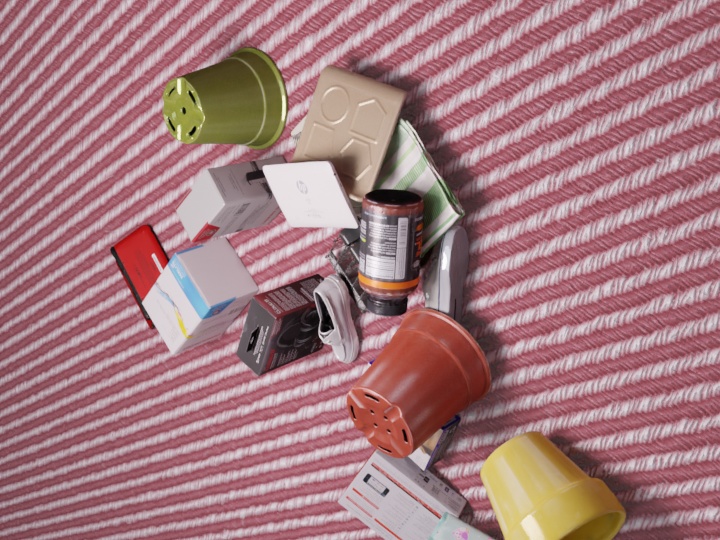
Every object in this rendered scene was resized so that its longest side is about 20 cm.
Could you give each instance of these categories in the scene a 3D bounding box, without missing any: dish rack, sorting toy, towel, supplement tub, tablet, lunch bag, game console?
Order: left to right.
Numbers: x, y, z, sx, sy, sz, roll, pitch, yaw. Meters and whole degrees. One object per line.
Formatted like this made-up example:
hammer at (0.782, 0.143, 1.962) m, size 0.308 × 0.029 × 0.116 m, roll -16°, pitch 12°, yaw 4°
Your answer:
game console at (-0.510, 0.017, 2.288) m, size 0.171 × 0.119 × 0.202 m, roll -33°, pitch 81°, yaw 12°
tablet at (-0.091, -0.132, 1.674) m, size 0.198 × 0.014 × 0.131 m, roll 4°, pitch 126°, yaw 49°
sorting toy at (-0.022, -0.239, 1.644) m, size 0.184 × 0.036 × 0.202 m, roll 26°, pitch 97°, yaw 32°
dish rack at (0.000, 0.000, 1.753) m, size 0.155 × 0.054 × 0.200 m, roll 58°, pitch 163°, yaw 7°
supplement tub at (0.050, -0.028, 1.591) m, size 0.106 × 0.106 × 0.203 m, roll 19°, pitch 115°, yaw 37°
towel at (0.084, -0.137, 1.616) m, size 0.153 × 0.023 × 0.202 m, roll -47°, pitch 67°, yaw 44°
lunch bag at (0.216, 0.549, 1.716) m, size 0.169 × 0.122 × 0.201 m, roll 22°, pitch 155°, yaw 35°

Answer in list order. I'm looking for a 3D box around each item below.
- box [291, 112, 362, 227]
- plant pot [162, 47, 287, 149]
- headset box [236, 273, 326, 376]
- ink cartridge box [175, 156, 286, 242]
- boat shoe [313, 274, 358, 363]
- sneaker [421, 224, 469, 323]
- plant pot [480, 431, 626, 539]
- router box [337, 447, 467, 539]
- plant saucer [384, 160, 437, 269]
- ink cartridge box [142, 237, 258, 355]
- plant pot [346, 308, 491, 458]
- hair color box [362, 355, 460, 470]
box at (-0.054, -0.186, 1.730) m, size 0.082 × 0.068 × 0.202 m, roll -39°, pitch 65°, yaw 46°
plant pot at (-0.275, -0.322, 1.833) m, size 0.198 × 0.189 × 0.203 m, roll 15°, pitch 113°, yaw 38°
headset box at (-0.149, 0.108, 1.854) m, size 0.077 × 0.199 × 0.150 m, roll 38°, pitch 126°, yaw 27°
ink cartridge box at (-0.239, -0.141, 1.855) m, size 0.144 × 0.199 × 0.085 m, roll -41°, pitch 73°, yaw 42°
boat shoe at (-0.052, 0.105, 1.829) m, size 0.072 × 0.068 × 0.202 m, roll 32°, pitch 140°, yaw 37°
sneaker at (0.139, 0.013, 1.640) m, size 0.070 × 0.073 × 0.203 m, roll 20°, pitch 118°, yaw 31°
plant pot at (0.297, 0.378, 1.548) m, size 0.190 × 0.198 × 0.202 m, roll 55°, pitch 135°, yaw 36°
router box at (0.077, 0.444, 1.821) m, size 0.199 × 0.049 × 0.180 m, roll 37°, pitch 128°, yaw 5°
plant saucer at (0.075, -0.096, 1.681) m, size 0.199 × 0.036 × 0.204 m, roll 16°, pitch 112°, yaw 43°
ink cartridge box at (-0.351, 0.057, 2.063) m, size 0.147 × 0.146 × 0.200 m, roll 55°, pitch 132°, yaw 13°
plant pot at (0.089, 0.203, 1.630) m, size 0.199 × 0.195 × 0.203 m, roll 29°, pitch 140°, yaw 28°
hair color box at (0.084, 0.265, 1.787) m, size 0.199 × 0.064 × 0.110 m, roll 39°, pitch 127°, yaw 25°
